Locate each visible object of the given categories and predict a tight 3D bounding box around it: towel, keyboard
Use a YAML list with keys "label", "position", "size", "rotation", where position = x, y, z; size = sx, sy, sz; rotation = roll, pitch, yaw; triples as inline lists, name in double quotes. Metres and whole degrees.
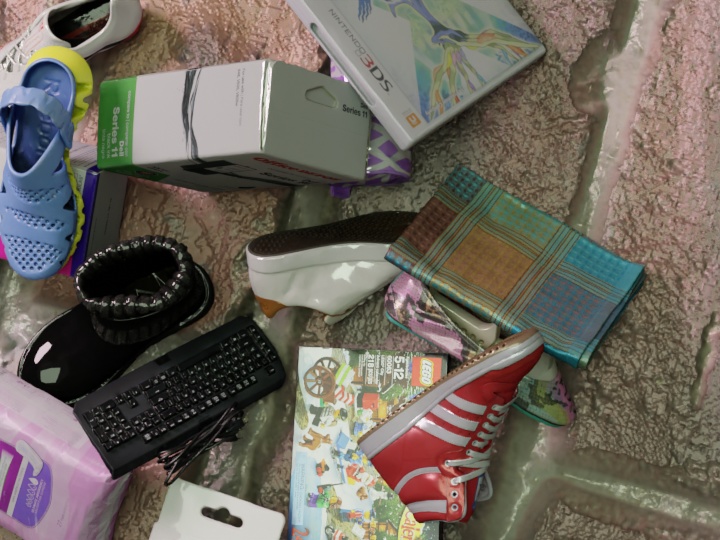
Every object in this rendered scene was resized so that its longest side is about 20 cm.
- label: "towel"
  position: [0.138, -0.005, 1.683]
  size: [0.199, 0.022, 0.147]
  rotation: [30, 47, 11]
- label: "keyboard"
  position: [-0.145, 0.113, 1.692]
  size: [0.199, 0.040, 0.104]
  rotation: [-29, 78, -32]

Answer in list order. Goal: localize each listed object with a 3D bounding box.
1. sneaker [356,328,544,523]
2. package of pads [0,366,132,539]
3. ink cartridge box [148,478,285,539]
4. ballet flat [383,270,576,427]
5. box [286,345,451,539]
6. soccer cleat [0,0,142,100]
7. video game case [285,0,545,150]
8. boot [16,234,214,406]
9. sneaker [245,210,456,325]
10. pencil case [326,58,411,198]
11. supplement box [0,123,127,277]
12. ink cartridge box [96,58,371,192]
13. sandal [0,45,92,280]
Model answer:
- label: "sneaker"
  position: [0.099, 0.139, 1.629]
  size: [0.200, 0.071, 0.113]
  rotation: [-38, 81, 29]
- label: "package of pads"
  position: [-0.299, 0.168, 1.722]
  size: [0.199, 0.076, 0.121]
  rotation: [29, 117, 11]
- label: "ink cartridge box"
  position: [-0.140, 0.295, 1.703]
  size: [0.115, 0.068, 0.201]
  rotation: [17, 86, 11]
- label: "ballet flat"
  position: [0.114, 0.059, 1.681]
  size: [0.199, 0.069, 0.071]
  rotation: [34, 117, 3]
- label: "box"
  position: [0.008, 0.171, 1.713]
  size: [0.136, 0.038, 0.201]
  rotation: [2, 83, 9]
- label: "soccer cleat"
  position: [-0.292, -0.203, 1.783]
  size: [0.199, 0.085, 0.069]
  rotation: [-30, 79, 7]
- label: "video game case"
  position: [0.048, -0.221, 1.697]
  size: [0.200, 0.022, 0.183]
  rotation: [-36, 87, -38]
- label: "boot"
  position: [-0.229, 0.044, 1.704]
  size: [0.211, 0.158, 0.080]
  rotation: [-36, 82, 1]
- label: "sneaker"
  position: [0.000, 0.000, 1.735]
  size: [0.199, 0.073, 0.085]
  rotation: [-7, 116, -1]
- label: "pencil case"
  position: [0.003, -0.172, 1.741]
  size: [0.085, 0.084, 0.201]
  rotation: [-9, 76, 43]
- label: "supplement box"
  position: [-0.322, -0.073, 1.752]
  size: [0.199, 0.103, 0.102]
  rotation: [14, 105, 9]
- label: "ink cartridge box"
  position: [-0.109, -0.122, 1.678]
  size: [0.199, 0.146, 0.084]
  rotation: [-3, 81, 40]
- label: "sandal"
  position: [-0.279, -0.088, 1.643]
  size: [0.079, 0.087, 0.201]
  rotation: [6, 104, 11]
